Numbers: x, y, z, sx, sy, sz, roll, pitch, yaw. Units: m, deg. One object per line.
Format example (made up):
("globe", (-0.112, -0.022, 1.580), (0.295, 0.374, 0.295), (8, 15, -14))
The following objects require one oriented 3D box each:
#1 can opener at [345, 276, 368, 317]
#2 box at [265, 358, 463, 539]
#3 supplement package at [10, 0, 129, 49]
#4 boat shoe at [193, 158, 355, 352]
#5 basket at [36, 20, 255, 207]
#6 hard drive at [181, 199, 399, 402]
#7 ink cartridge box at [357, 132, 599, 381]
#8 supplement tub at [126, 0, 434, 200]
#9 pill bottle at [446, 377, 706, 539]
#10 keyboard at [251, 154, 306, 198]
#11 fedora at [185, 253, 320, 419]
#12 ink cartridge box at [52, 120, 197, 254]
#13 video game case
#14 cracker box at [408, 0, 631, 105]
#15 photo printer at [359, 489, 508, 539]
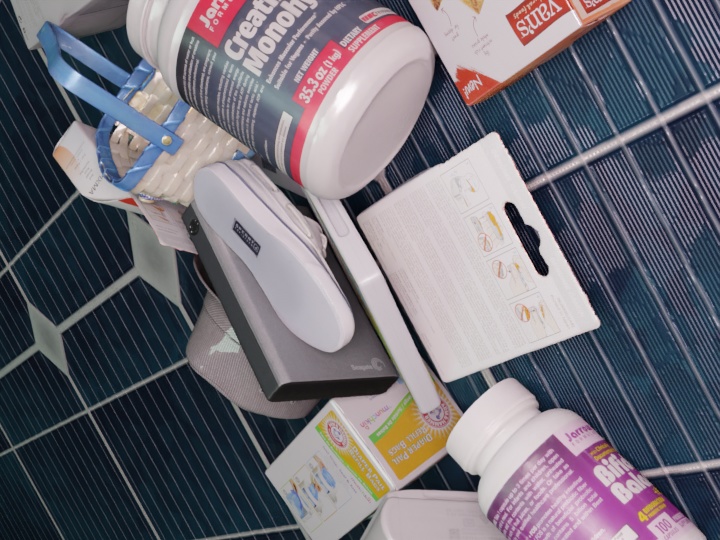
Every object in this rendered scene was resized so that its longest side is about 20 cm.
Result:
("can opener", (-0.071, -0.008, 1.170), (0.200, 0.066, 0.053), (43, 145, 16))
("box", (0.005, 0.174, 1.154), (0.102, 0.112, 0.200), (52, 146, 10))
("supplement package", (-0.251, -0.298, 1.135), (0.199, 0.113, 0.111), (-11, 100, 55))
("boat shoe", (-0.060, -0.022, 1.014), (0.201, 0.065, 0.074), (52, 138, 15))
("basket", (-0.198, -0.147, 1.080), (0.199, 0.139, 0.177), (37, -171, -28))
("hard drive", (-0.063, 0.025, 1.061), (0.033, 0.139, 0.201), (-49, 56, 33))
("ink cartridge box", (0.096, -0.011, 0.943), (0.199, 0.050, 0.163), (-28, 90, 53))
("supplement tub", (-0.058, -0.158, 0.878), (0.199, 0.140, 0.141), (36, 141, 16))
("pill bottle", (0.164, 0.182, 0.946), (0.200, 0.112, 0.113), (44, 144, 23))
("keyboard", (-0.089, -0.110, 1.161), (0.199, 0.011, 0.057), (27, 140, 41))
("fedora", (-0.095, 0.075, 1.140), (0.091, 0.199, 0.177), (-56, 37, 12))
("ink cartridge box", (-0.195, -0.056, 1.190), (0.050, 0.162, 0.200), (-50, 55, 17))
("video game case", (0.000, 0.000, 0.991), (0.183, 0.023, 0.201), (61, 178, 39))
("cracker box", (0.075, -0.228, 0.799), (0.201, 0.057, 0.134), (60, 148, 0))
("photo printer", (0.073, 0.275, 1.103), (0.201, 0.164, 0.070), (113, 158, -51))
